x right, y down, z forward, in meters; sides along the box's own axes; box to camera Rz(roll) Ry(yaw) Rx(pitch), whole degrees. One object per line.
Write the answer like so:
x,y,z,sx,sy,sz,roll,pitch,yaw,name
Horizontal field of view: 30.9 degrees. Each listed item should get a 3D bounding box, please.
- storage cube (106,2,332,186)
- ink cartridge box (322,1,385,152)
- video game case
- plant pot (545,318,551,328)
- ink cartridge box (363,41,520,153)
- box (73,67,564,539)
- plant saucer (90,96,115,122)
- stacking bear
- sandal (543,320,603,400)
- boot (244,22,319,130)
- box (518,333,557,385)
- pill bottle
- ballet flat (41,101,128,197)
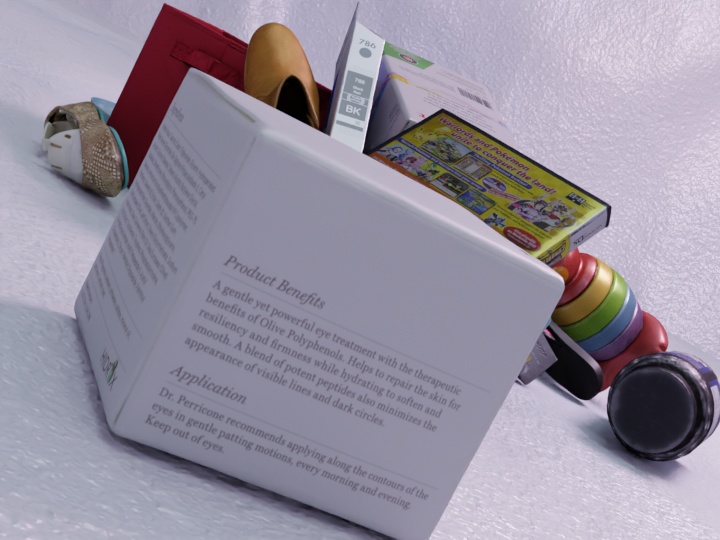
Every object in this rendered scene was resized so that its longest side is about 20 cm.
-0.145,-0.148,1.367,0.170,0.181,0.200,29,7,12,storage cube
-0.012,-0.157,1.272,0.039,0.202,0.100,14,-34,-7,ink cartridge box
0.078,-0.051,1.093,0.180,0.026,0.199,-32,50,-31,video game case
0.081,0.016,1.228,0.199,0.142,0.141,35,7,-44,plant pot
0.075,-0.139,1.337,0.143,0.085,0.201,20,27,-21,ink cartridge box
-0.034,0.014,0.744,0.197,0.173,0.200,25,9,-24,box
-0.249,-0.157,1.618,0.198,0.028,0.200,29,8,-4,plant saucer
0.262,0.030,1.562,0.200,0.121,0.114,47,25,-24,stacking bear
0.201,0.082,1.532,0.045,0.076,0.200,-23,49,-33,sandal
-0.065,-0.154,1.172,0.070,0.204,0.144,-5,-14,-7,boot
0.124,0.013,1.433,0.201,0.048,0.158,58,-7,-29,box
0.323,0.143,1.386,0.111,0.113,0.200,31,8,19,pill bottle
-0.262,-0.111,1.214,0.064,0.072,0.200,-4,17,-18,ballet flat
